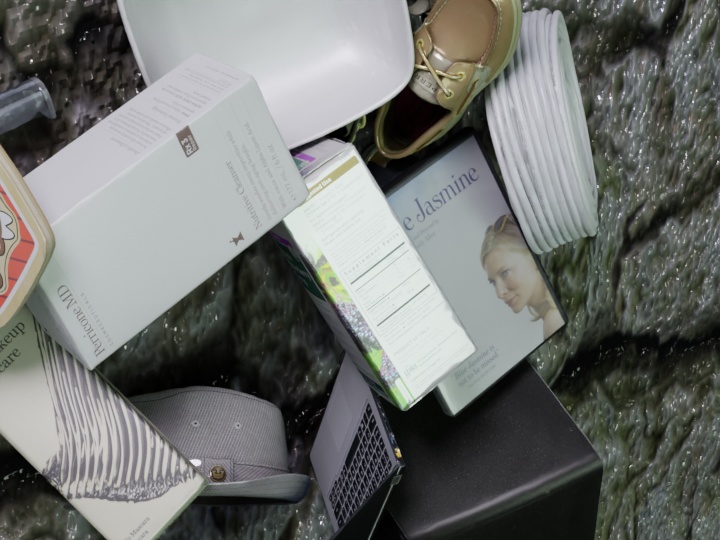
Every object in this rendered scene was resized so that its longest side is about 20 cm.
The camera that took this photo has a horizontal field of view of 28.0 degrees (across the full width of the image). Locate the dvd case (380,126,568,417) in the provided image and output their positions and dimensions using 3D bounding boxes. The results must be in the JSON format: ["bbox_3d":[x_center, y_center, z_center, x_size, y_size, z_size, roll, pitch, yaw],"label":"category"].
[{"bbox_3d":[0.083,0.001,1.207,0.142,0.018,0.201,-36,111,-20],"label":"dvd case"}]

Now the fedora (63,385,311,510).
[{"bbox_3d":[-0.138,0.144,1.161,0.198,0.177,0.091,0,78,-8],"label":"fedora"}]

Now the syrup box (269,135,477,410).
[{"bbox_3d":[0.000,0.000,1.110,0.081,0.079,0.201,-37,112,-11],"label":"syrup box"}]

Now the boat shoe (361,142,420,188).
[{"bbox_3d":[0.028,-0.013,1.264,0.074,0.062,0.202,-17,124,-36],"label":"boat shoe"}]

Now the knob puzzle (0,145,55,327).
[{"bbox_3d":[-0.279,-0.034,0.895,0.030,0.218,0.222,-45,142,-52],"label":"knob puzzle"}]

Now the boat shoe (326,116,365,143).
[{"bbox_3d":[-0.028,-0.122,1.157,0.202,0.060,0.072,-46,134,-12],"label":"boat shoe"}]

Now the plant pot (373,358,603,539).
[{"bbox_3d":[0.090,0.191,1.319,0.176,0.200,0.200,-27,145,-15],"label":"plant pot"}]

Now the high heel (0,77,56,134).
[{"bbox_3d":[-0.256,-0.018,1.004,0.142,0.071,0.202,-29,116,-30],"label":"high heel"}]

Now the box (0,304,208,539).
[{"bbox_3d":[-0.205,0.110,1.035,0.082,0.200,0.068,-47,177,-8],"label":"box"}]

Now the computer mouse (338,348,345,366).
[{"bbox_3d":[0.072,0.027,1.255,0.199,0.053,0.139,-31,142,-25],"label":"computer mouse"}]

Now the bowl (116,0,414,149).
[{"bbox_3d":[-0.072,-0.192,1.047,0.198,0.075,0.201,-23,128,-6],"label":"bowl"}]

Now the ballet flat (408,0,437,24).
[{"bbox_3d":[0.029,-0.249,1.095,0.075,0.068,0.200,-30,136,9],"label":"ballet flat"}]

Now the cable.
[{"bbox_3d":[0.154,-0.119,1.217,0.069,0.201,0.201,-12,120,14],"label":"cable"}]

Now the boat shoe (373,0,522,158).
[{"bbox_3d":[0.064,-0.153,1.115,0.066,0.074,0.201,-46,170,-35],"label":"boat shoe"}]

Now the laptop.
[{"bbox_3d":[-0.043,0.196,1.199,0.115,0.201,0.188,-6,144,-21],"label":"laptop"}]

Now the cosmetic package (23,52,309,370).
[{"bbox_3d":[-0.146,-0.043,0.979,0.200,0.081,0.113,-42,129,-19],"label":"cosmetic package"}]
